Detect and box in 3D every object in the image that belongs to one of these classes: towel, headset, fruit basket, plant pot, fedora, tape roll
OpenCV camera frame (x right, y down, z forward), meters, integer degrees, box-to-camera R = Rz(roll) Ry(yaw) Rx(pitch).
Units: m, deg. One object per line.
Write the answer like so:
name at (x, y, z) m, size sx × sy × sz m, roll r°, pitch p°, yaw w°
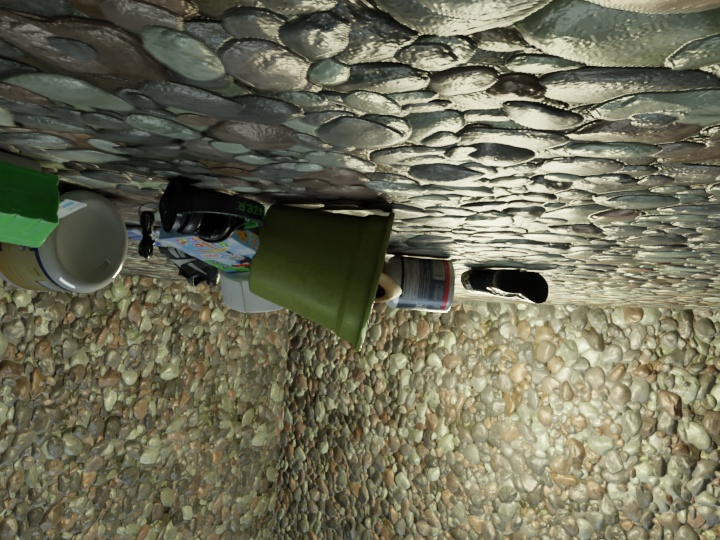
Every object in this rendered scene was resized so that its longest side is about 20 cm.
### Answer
towel at (-0.394, -0.068, 1.269) m, size 0.192 × 0.025 × 0.147 m, roll 3°, pitch 174°, yaw 10°
headset at (-0.219, -0.062, 0.798) m, size 0.194 × 0.098 × 0.123 m, roll 2°, pitch 174°, yaw 26°
fruit basket at (-0.465, -0.080, 0.723) m, size 0.194 × 0.098 × 0.183 m, roll -5°, pitch 171°, yaw 31°
plant pot at (-0.060, -0.008, 0.874) m, size 0.178 × 0.207 × 0.200 m, roll 15°, pitch 175°, yaw 1°
fedora at (0.000, 0.000, 1.257) m, size 0.193 × 0.085 × 0.202 m, roll 8°, pitch 158°, yaw 3°
tape roll at (-0.203, 0.015, 1.288) m, size 0.194 × 0.073 × 0.204 m, roll -3°, pitch -158°, yaw 1°

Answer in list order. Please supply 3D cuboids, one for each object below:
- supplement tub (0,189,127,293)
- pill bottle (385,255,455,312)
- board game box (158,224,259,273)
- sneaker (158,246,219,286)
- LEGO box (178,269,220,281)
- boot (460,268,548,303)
supplement tub at (-0.467, -0.043, 0.911) m, size 0.194 × 0.150 × 0.143 m, roll 0°, pitch 174°, yaw 30°
pill bottle at (0.111, 0.028, 1.383) m, size 0.192 × 0.124 × 0.120 m, roll 5°, pitch 175°, yaw -6°
board game box at (-0.249, -0.044, 1.114) m, size 0.147 × 0.038 × 0.199 m, roll -3°, pitch 160°, yaw 29°
sneaker at (-0.391, -0.014, 1.370) m, size 0.194 × 0.094 × 0.066 m, roll 14°, pitch -178°, yaw 25°
LEGO box at (-0.328, -0.014, 1.497) m, size 0.145 × 0.080 × 0.198 m, roll 1°, pitch 174°, yaw 35°
boot at (0.368, 0.035, 1.533) m, size 0.198 × 0.076 × 0.152 m, roll 13°, pitch 174°, yaw -33°
